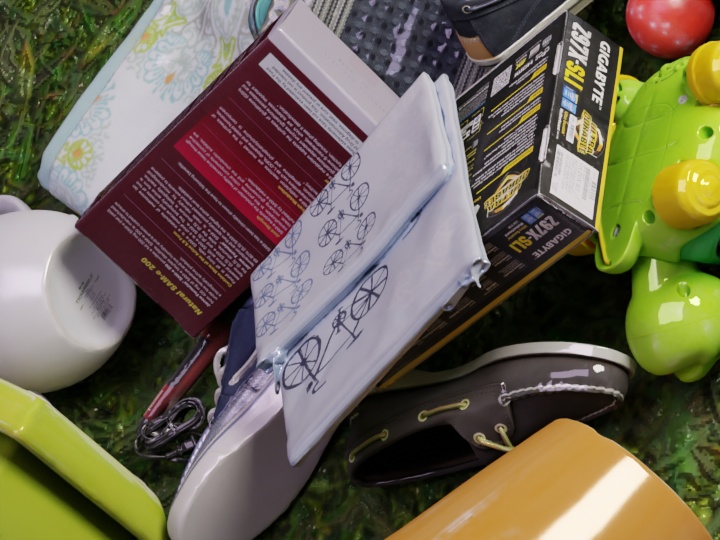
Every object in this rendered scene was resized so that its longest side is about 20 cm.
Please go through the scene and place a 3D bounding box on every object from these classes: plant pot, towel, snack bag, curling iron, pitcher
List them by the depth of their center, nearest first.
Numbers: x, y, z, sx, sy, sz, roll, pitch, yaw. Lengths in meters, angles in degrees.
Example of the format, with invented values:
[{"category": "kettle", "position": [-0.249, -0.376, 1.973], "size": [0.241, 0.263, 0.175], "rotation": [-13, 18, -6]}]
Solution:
[{"category": "plant pot", "position": [0.093, 0.188, 1.558], "size": [0.183, 0.200, 0.200], "rotation": [-45, 47, -14]}, {"category": "snack bag", "position": [0.000, 0.000, 1.673], "size": [0.189, 0.021, 0.200], "rotation": [-47, 28, 25]}, {"category": "plant pot", "position": [-0.248, 0.163, 1.751], "size": [0.200, 0.199, 0.182], "rotation": [20, 72, 41]}, {"category": "towel", "position": [0.057, -0.200, 1.799], "size": [0.192, 0.035, 0.200], "rotation": [23, 91, 6]}, {"category": "curling iron", "position": [-0.079, 0.042, 1.851], "size": [0.050, 0.026, 0.200], "rotation": [31, 81, 20]}, {"category": "pitcher", "position": [-0.237, 0.007, 1.929], "size": [0.200, 0.121, 0.172], "rotation": [-10, 45, 44]}, {"category": "towel", "position": [-0.112, -0.105, 1.932], "size": [0.171, 0.048, 0.200], "rotation": [32, 88, 42]}]

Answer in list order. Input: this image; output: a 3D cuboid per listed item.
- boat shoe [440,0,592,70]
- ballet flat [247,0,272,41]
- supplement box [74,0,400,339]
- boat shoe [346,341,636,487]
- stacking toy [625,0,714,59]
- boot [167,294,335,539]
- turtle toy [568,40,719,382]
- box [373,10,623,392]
[{"category": "boat shoe", "position": [0.130, -0.207, 1.734], "size": [0.200, 0.062, 0.075], "rotation": [-42, 28, 7]}, {"category": "ballet flat", "position": [0.028, -0.169, 1.844], "size": [0.200, 0.074, 0.074], "rotation": [0, 63, 3]}, {"category": "supplement box", "position": [-0.073, -0.062, 1.798], "size": [0.200, 0.109, 0.061], "rotation": [-41, 10, 25]}, {"category": "boat shoe", "position": [0.075, 0.088, 1.687], "size": [0.201, 0.072, 0.061], "rotation": [-14, 57, 39]}, {"category": "stacking toy", "position": [0.229, -0.217, 1.731], "size": [0.085, 0.085, 0.200], "rotation": [38, 95, 41]}, {"category": "boot", "position": [-0.065, 0.085, 1.795], "size": [0.200, 0.073, 0.090], "rotation": [-50, 41, -7]}, {"category": "turtle toy", "position": [0.188, -0.036, 1.647], "size": [0.146, 0.101, 0.200], "rotation": [-15, 55, 60]}, {"category": "box", "position": [0.067, -0.040, 1.685], "size": [0.200, 0.049, 0.160], "rotation": [-39, 29, 39]}]
